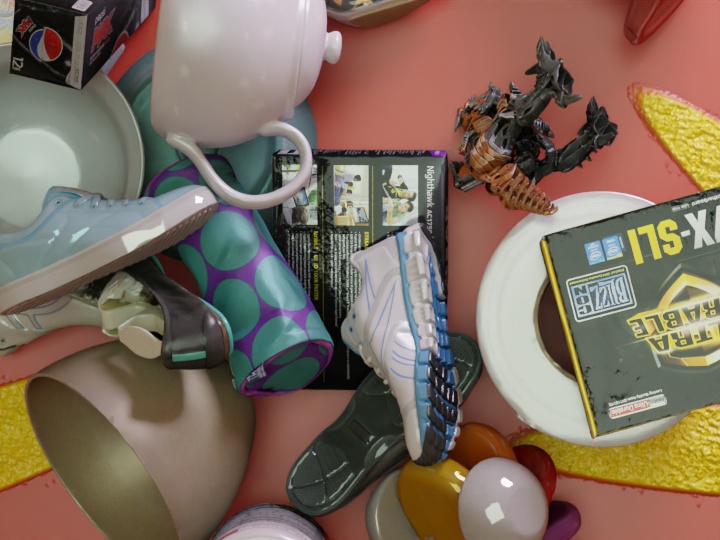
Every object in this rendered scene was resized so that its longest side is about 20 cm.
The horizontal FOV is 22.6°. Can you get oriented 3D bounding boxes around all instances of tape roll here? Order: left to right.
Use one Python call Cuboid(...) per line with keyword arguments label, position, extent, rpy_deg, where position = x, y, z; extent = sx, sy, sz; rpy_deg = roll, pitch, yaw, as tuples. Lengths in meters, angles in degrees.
Cuboid(label="tape roll", position=(0.195, 0.040, 1.475), extent=(0.200, 0.139, 0.205), rpy_deg=(0, 87, 5))

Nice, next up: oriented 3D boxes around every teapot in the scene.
Cuboid(label="teapot", position=(-0.088, -0.183, 1.449), extent=(0.144, 0.198, 0.202), rpy_deg=(9, 121, -3))

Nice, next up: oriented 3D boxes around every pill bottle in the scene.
Cuboid(label="pill bottle", position=(-0.074, 0.251, 1.458), extent=(0.113, 0.200, 0.115), rpy_deg=(0, 91, 0))

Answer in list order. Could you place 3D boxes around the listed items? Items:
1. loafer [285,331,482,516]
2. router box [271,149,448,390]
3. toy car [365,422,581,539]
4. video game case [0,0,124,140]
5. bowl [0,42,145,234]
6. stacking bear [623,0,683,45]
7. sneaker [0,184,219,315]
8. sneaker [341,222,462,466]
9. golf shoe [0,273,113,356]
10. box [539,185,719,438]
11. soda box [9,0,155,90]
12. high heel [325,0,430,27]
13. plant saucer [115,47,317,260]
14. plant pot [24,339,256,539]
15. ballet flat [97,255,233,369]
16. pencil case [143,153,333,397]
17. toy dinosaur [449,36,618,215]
Cuboid(label="loafer", position=(0.022, 0.128, 1.495), extent=(0.200, 0.063, 0.072), rpy_deg=(-41, 68, 1))
Cuboid(label="router box", position=(0.000, 0.000, 1.523), extent=(0.147, 0.051, 0.202), rpy_deg=(1, 99, 5))
Cuboid(label="toy car", position=(0.115, 0.219, 1.478), extent=(0.150, 0.174, 0.201), rpy_deg=(-35, 105, -38))
Cuboid(label="video game case", position=(-0.338, -0.182, 1.592), extent=(0.199, 0.023, 0.183), rpy_deg=(36, 91, 6))
Cuboid(label="bowl", position=(-0.281, -0.084, 1.521), extent=(0.199, 0.090, 0.203), rpy_deg=(1, 82, -6))
Cuboid(label="stacking bear", position=(0.196, -0.305, 1.505), extent=(0.200, 0.122, 0.114), rpy_deg=(39, 56, 16))
Cuboid(label="sneaker", position=(-0.213, -0.038, 1.425), extent=(0.198, 0.074, 0.083), rpy_deg=(-24, 86, 4))
Cuboid(label="sneaker", position=(0.029, 0.066, 1.447), extent=(0.086, 0.075, 0.202), rpy_deg=(-15, 62, 18))
Cuboid(label="golf shoe", position=(-0.283, 0.031, 1.566), extent=(0.198, 0.078, 0.098), rpy_deg=(16, 108, 10))
Cuboid(label="box", position=(0.251, 0.025, 1.378), extent=(0.198, 0.049, 0.161), rpy_deg=(-15, 85, 4))
Cuboid(label="soda box", position=(-0.225, -0.222, 1.493), extent=(0.063, 0.200, 0.071), rpy_deg=(14, 120, 6))
Cuboid(label="high heel", position=(-0.023, -0.277, 1.544), extent=(0.198, 0.071, 0.144), rpy_deg=(-15, 83, 6))
Cuboid(label="plant saucer", position=(-0.137, -0.108, 1.564), extent=(0.198, 0.036, 0.202), rpy_deg=(0, 88, 5))
Cuboid(label="plant pot", position=(-0.165, 0.132, 1.497), extent=(0.134, 0.200, 0.201), rpy_deg=(-37, 84, -28))
Cuboid(label="ballet flat", position=(-0.171, 0.031, 1.446), extent=(0.068, 0.200, 0.069), rpy_deg=(-18, 112, -23))
Cuboid(label="pencil case", position=(-0.104, 0.006, 1.476), extent=(0.092, 0.085, 0.201), rpy_deg=(-34, 70, 14))
Cuboid(label="toy dinosaur", position=(0.135, -0.098, 1.465), extent=(0.135, 0.102, 0.201), rpy_deg=(-38, 50, 14))
